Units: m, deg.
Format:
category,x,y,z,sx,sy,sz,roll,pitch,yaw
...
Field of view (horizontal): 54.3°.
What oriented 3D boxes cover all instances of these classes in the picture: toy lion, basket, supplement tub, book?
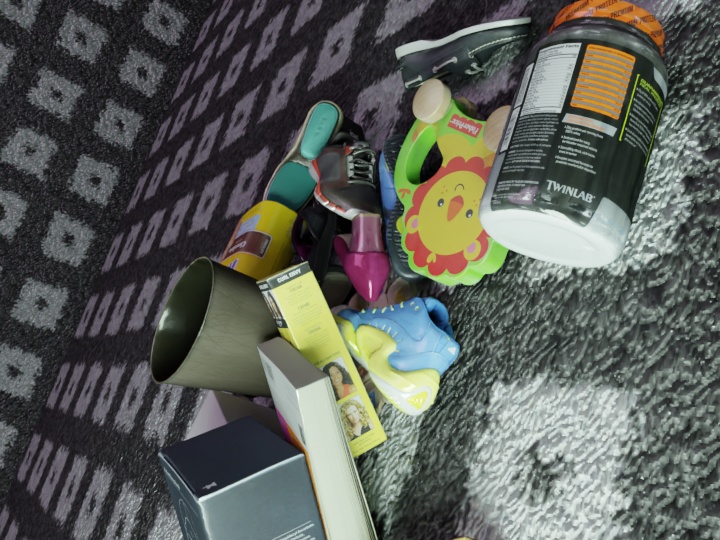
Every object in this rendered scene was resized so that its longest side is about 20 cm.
category,x,y,z,sx,sy,sz,roll,pitch,yaw
toy lion,0.100,-0.088,0.750,0.200,0.068,0.192,40,105,49
basket,-0.119,0.084,0.825,0.180,0.199,0.137,-39,42,43
supplement tub,0.183,-0.114,0.591,0.122,0.122,0.201,-1,66,60
book,-0.049,0.179,0.698,0.134,0.048,0.201,26,132,63

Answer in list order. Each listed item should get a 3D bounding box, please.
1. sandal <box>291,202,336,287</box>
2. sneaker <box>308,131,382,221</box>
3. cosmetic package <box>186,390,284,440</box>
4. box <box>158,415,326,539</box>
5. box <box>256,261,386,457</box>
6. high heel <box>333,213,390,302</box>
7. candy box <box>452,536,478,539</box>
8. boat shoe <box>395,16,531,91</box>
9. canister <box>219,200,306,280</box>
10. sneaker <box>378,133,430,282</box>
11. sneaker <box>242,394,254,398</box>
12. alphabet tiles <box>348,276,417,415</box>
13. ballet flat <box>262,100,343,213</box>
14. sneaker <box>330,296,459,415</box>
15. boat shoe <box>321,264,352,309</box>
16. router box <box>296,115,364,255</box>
category,x,y,z,sx,sy,sz,roll,pitch,yaw
sandal,-0.064,-0.044,0.909,0.201,0.048,0.076,-87,20,-53
sneaker,-0.014,-0.125,0.893,0.082,0.077,0.200,-59,32,19
cosmetic package,-0.140,0.236,0.878,0.085,0.107,0.200,-63,26,3
box,-0.108,0.268,0.692,0.148,0.107,0.201,9,114,61
box,-0.042,0.092,0.732,0.050,0.201,0.075,-26,5,-17
high heel,0.000,0.000,0.840,0.200,0.067,0.097,86,-176,-81
candy box,0.056,0.315,0.528,0.117,0.056,0.201,-33,42,44
boat shoe,0.129,-0.271,0.885,0.200,0.075,0.061,2,107,51
canister,-0.160,0.014,0.987,0.148,0.086,0.201,-25,39,58
sneaker,0.059,-0.067,0.851,0.079,0.066,0.201,93,173,-60
sneaker,-0.166,0.142,1.035,0.199,0.074,0.088,-11,52,52
alphabet tiles,0.003,0.094,0.847,0.200,0.015,0.196,-46,33,31
ballet flat,-0.084,-0.160,1.057,0.201,0.069,0.069,-60,28,-1
sneaker,0.040,0.067,0.740,0.105,0.076,0.200,-46,35,-1
boat shoe,-0.082,0.033,0.982,0.200,0.072,0.068,-35,43,46
router box,-0.050,-0.129,1.084,0.149,0.051,0.201,-45,34,29
